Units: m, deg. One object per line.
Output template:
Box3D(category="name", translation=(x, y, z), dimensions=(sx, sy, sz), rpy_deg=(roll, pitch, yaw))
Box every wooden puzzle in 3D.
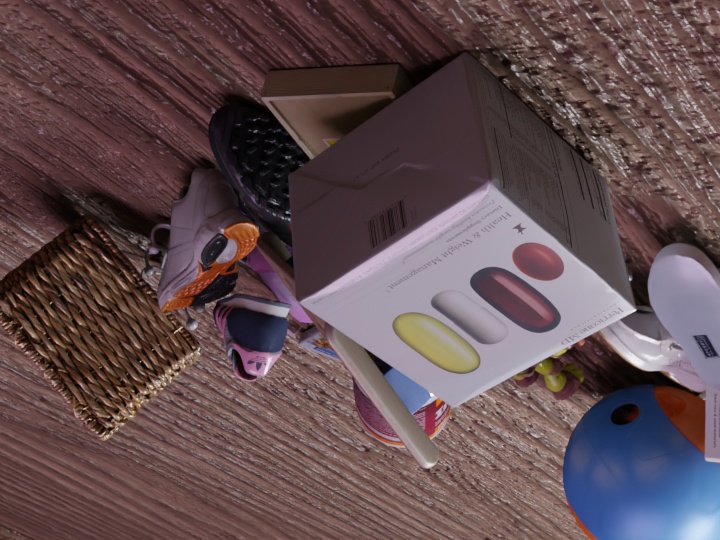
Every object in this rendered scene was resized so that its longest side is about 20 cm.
Box3D(category="wooden puzzle", translation=(-0.004, 0.060, 1.262), dimensions=(0.186, 0.046, 0.200), rpy_deg=(55, 177, -31))

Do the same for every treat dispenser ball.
Box3D(category="treat dispenser ball", translation=(0.325, 0.228, 1.599), dimensions=(0.200, 0.202, 0.201), rpy_deg=(12, 157, 5))

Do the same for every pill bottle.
Box3D(category="pill bottle", translation=(0.046, 0.112, 1.566), dimensions=(0.112, 0.114, 0.200), rpy_deg=(11, 157, 7))

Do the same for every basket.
Box3D(category="basket", translation=(-0.291, 0.060, 1.543), dimensions=(0.200, 0.149, 0.143), rpy_deg=(50, 167, -10))

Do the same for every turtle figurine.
Box3D(category="turtle figurine", translation=(0.181, 0.087, 1.536), dimensions=(0.199, 0.065, 0.161), rpy_deg=(-1, 153, 31))

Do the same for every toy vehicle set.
Box3D(category="toy vehicle set", translation=(0.013, -0.108, 1.237), dimensions=(0.124, 0.027, 0.200), rpy_deg=(2, 154, 27))

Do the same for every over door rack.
Box3D(category="over door rack", translation=(-0.144, 0.023, 1.580), dimensions=(0.199, 0.067, 0.148), rpy_deg=(18, 158, -8))

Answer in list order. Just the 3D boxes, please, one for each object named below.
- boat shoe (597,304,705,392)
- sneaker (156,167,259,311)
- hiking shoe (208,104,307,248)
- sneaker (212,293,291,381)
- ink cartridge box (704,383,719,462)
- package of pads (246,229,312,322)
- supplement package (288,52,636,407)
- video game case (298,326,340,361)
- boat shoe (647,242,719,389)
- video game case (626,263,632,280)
Box3D(category="boat shoe", translation=(0.297, 0.059, 1.408), dimensions=(0.199, 0.071, 0.069), rpy_deg=(21, 119, -43))
Box3D(category="sneaker", translation=(-0.161, -0.031, 1.433), dimensions=(0.075, 0.092, 0.200), rpy_deg=(-10, 157, -32))
Box3D(category="hiking shoe", translation=(-0.088, -0.073, 1.310), dimensions=(0.100, 0.076, 0.200), rpy_deg=(9, 148, 45))
Box3D(category="sneaker", translation=(-0.120, 0.073, 1.481), dimensions=(0.070, 0.083, 0.200), rpy_deg=(11, 172, -9))
Box3D(category="ink cartridge box", translation=(0.454, 0.144, 1.418), dimensions=(0.199, 0.083, 0.147), rpy_deg=(1, -176, 27))
Box3D(category="package of pads", translation=(0.000, 0.000, 1.429), dimensions=(0.199, 0.076, 0.121), rpy_deg=(0, 152, 30))
Box3D(category="supplement package", translation=(0.080, -0.025, 1.152), dimensions=(0.191, 0.148, 0.200), rpy_deg=(-32, 133, 27))
Box3D(category="video game case", translation=(0.030, 0.083, 1.676), dimensions=(0.143, 0.018, 0.200), rpy_deg=(23, 155, -20))
Box3D(category="boat shoe", translation=(0.318, 0.031, 1.331), dimensions=(0.073, 0.066, 0.200), rpy_deg=(0, 141, 29))
Box3D(category="video game case", translation=(0.125, 0.021, 1.353), dimensions=(0.181, 0.023, 0.200), rpy_deg=(26, 130, -39))
